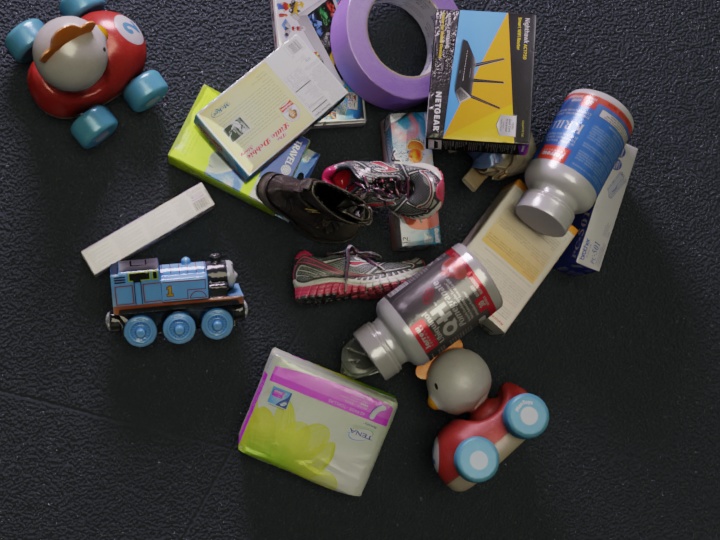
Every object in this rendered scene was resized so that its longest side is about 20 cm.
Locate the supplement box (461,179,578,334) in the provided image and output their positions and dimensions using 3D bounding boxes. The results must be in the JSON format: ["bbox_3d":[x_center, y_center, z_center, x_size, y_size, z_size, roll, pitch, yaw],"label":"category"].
[{"bbox_3d":[0.218,-0.019,1.501,0.126,0.074,0.201,40,79,-5],"label":"supplement box"}]

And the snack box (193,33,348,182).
[{"bbox_3d":[-0.127,-0.234,1.421,0.200,0.037,0.116,-42,92,-17],"label":"snack box"}]

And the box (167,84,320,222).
[{"bbox_3d":[-0.168,-0.169,1.449,0.199,0.048,0.123,27,81,-7],"label":"box"}]

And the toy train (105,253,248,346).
[{"bbox_3d":[-0.257,0.038,1.380,0.198,0.087,0.116,-5,107,-12],"label":"toy train"}]

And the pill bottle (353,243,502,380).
[{"bbox_3d":[0.091,0.062,1.385,0.199,0.111,0.111,-36,93,-3],"label":"pill bottle"}]

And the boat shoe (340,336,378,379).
[{"bbox_3d":[0.059,0.102,1.470,0.201,0.065,0.075,-29,75,-18],"label":"boat shoe"}]

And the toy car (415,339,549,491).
[{"bbox_3d":[0.143,0.192,1.423,0.176,0.184,0.200,-38,81,-12],"label":"toy car"}]

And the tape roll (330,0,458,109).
[{"bbox_3d":[0.057,-0.347,1.480,0.198,0.066,0.203,3,84,-25],"label":"tape roll"}]

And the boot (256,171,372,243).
[{"bbox_3d":[-0.039,-0.080,1.381,0.199,0.173,0.070,24,83,-37],"label":"boot"}]

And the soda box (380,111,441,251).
[{"bbox_3d":[0.074,-0.132,1.483,0.063,0.068,0.202,-5,87,-12],"label":"soda box"}]

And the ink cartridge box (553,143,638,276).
[{"bbox_3d":[0.362,-0.094,1.527,0.044,0.094,0.202,21,81,-9],"label":"ink cartridge box"}]

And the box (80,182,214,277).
[{"bbox_3d":[-0.302,-0.059,1.415,0.199,0.039,0.042,-33,91,-13],"label":"box"}]

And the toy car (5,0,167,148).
[{"bbox_3d":[-0.372,-0.295,1.331,0.176,0.200,0.185,-37,93,-12],"label":"toy car"}]

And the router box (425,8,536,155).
[{"bbox_3d":[0.173,-0.271,1.421,0.147,0.051,0.202,4,76,4],"label":"router box"}]

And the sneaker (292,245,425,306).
[{"bbox_3d":[0.000,0.000,1.446,0.198,0.081,0.075,-5,76,-14],"label":"sneaker"}]

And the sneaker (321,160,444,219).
[{"bbox_3d":[0.033,-0.116,1.413,0.074,0.199,0.082,-2,98,-51],"label":"sneaker"}]

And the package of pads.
[{"bbox_3d":[-0.063,0.221,1.413,0.198,0.068,0.156,22,93,-8],"label":"package of pads"}]

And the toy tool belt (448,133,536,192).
[{"bbox_3d":[0.179,-0.228,1.489,0.122,0.125,0.202,-19,88,-21],"label":"toy tool belt"}]

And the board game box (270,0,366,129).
[{"bbox_3d":[-0.064,-0.315,1.489,0.125,0.035,0.202,-5,86,-13],"label":"board game box"}]

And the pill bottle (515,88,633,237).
[{"bbox_3d":[0.308,-0.154,1.441,0.112,0.112,0.201,32,75,-7],"label":"pill bottle"}]
